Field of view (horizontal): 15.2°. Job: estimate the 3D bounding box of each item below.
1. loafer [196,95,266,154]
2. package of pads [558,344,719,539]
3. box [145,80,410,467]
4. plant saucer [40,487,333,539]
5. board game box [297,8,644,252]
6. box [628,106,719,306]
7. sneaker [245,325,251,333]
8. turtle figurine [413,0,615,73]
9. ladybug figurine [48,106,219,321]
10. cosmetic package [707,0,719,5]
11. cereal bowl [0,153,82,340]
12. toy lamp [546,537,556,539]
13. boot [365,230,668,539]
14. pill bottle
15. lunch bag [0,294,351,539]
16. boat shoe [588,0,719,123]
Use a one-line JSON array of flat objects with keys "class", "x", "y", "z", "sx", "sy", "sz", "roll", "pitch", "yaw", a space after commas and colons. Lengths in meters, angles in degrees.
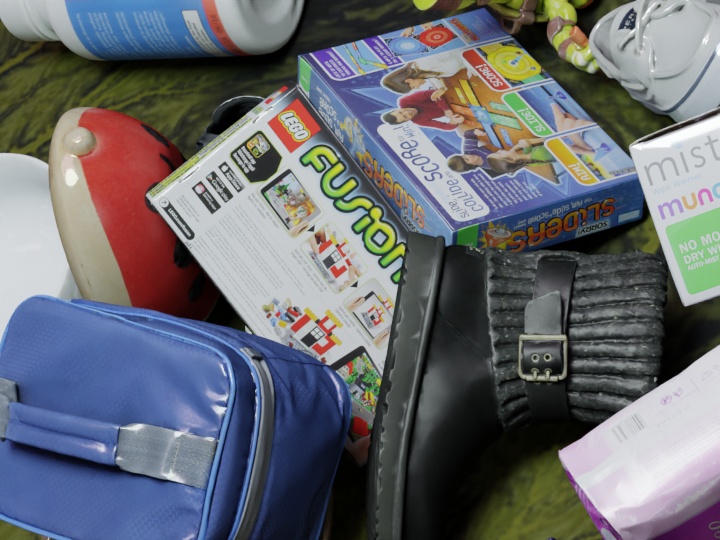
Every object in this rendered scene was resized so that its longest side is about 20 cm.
[{"class": "loafer", "x": -0.064, "y": -0.074, "z": 1.662, "sx": 0.068, "sy": 0.071, "sz": 0.201, "roll": 9, "pitch": 16, "yaw": 6}, {"class": "package of pads", "x": 0.213, "y": 0.089, "z": 1.413, "sx": 0.200, "sy": 0.121, "sz": 0.076, "roll": -33, "pitch": 47, "yaw": 2}, {"class": "box", "x": -0.021, "y": 0.003, "z": 1.563, "sx": 0.110, "sy": 0.200, "sz": 0.035, "roll": -38, "pitch": 12, "yaw": -3}, {"class": "plant saucer", "x": -0.098, "y": 0.151, "z": 1.573, "sx": 0.199, "sy": 0.029, "sz": 0.201, "roll": -12, "pitch": 64, "yaw": 26}, {"class": "board game box", "x": 0.064, "y": -0.082, "z": 1.637, "sx": 0.135, "sy": 0.035, "sz": 0.200, "roll": -16, "pitch": 42, "yaw": -22}, {"class": "box", "x": 0.261, "y": -0.061, "z": 1.449, "sx": 0.199, "sy": 0.176, "sz": 0.097, "roll": -20, "pitch": 88, "yaw": 14}, {"class": "sneaker", "x": 0.000, "y": 0.000, "z": 1.628, "sx": 0.099, "sy": 0.078, "sz": 0.201, "roll": 9, "pitch": 62, "yaw": 29}, {"class": "turtle figurine", "x": 0.091, "y": -0.191, "z": 1.689, "sx": 0.064, "sy": 0.161, "sz": 0.201, "roll": -47, "pitch": 49, "yaw": 40}, {"class": "ladybug figurine", "x": -0.133, "y": -0.025, "z": 1.638, "sx": 0.072, "sy": 0.200, "sz": 0.136, "roll": -11, "pitch": 58, "yaw": 8}, {"class": "cosmetic package", "x": 0.253, "y": -0.185, "z": 1.560, "sx": 0.106, "sy": 0.091, "sz": 0.200, "roll": -21, "pitch": 20, "yaw": -8}, {"class": "cereal bowl", "x": -0.241, "y": 0.030, "z": 1.725, "sx": 0.199, "sy": 0.083, "sz": 0.201, "roll": -18, "pitch": 50, "yaw": 22}, {"class": "toy lamp", "x": 0.024, "y": 0.206, "z": 1.473, "sx": 0.199, "sy": 0.058, "sz": 0.058, "roll": -26, "pitch": 48, "yaw": 9}, {"class": "boot", "x": 0.088, "y": 0.085, "z": 1.514, "sx": 0.157, "sy": 0.079, "sz": 0.212, "roll": 9, "pitch": 92, "yaw": -2}, {"class": "pill bottle", "x": -0.147, "y": -0.198, "z": 1.829, "sx": 0.199, "sy": 0.112, "sz": 0.113, "roll": -1, "pitch": 56, "yaw": 28}, {"class": "lunch bag", "x": -0.124, "y": 0.090, "z": 1.503, "sx": 0.199, "sy": 0.132, "sz": 0.137, "roll": 12, "pitch": 87, "yaw": 34}, {"class": "boat shoe", "x": 0.173, "y": -0.126, "z": 1.548, "sx": 0.074, "sy": 0.065, "sz": 0.200, "roll": -60, "pitch": 8, "yaw": -6}]
